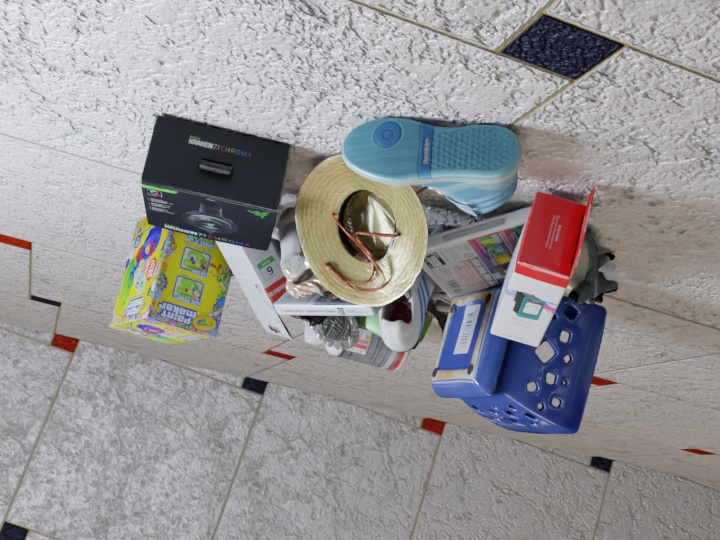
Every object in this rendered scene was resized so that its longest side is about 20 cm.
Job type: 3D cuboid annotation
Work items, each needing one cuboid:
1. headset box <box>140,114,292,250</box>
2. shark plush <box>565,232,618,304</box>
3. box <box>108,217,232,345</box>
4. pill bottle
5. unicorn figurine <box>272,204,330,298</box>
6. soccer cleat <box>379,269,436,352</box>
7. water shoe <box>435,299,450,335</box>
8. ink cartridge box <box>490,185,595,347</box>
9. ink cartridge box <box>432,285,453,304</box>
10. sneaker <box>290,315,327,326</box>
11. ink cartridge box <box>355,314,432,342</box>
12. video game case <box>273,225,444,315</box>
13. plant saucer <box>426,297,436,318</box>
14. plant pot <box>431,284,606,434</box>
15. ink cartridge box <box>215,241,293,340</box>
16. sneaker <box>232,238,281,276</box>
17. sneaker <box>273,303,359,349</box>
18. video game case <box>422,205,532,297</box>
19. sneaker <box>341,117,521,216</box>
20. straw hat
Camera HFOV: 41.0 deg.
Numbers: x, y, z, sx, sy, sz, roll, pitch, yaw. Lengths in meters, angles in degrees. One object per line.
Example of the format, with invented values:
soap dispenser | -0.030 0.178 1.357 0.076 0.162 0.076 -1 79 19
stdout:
headset box | -0.186 -0.110 1.250 0.173 0.093 0.200 13 164 -7
shark plush | 0.326 0.008 1.335 0.200 0.083 0.091 28 -165 -42
box | -0.305 0.011 1.590 0.121 0.194 0.200 20 162 -28
pill bottle | -0.003 0.123 1.922 0.199 0.117 0.116 16 164 -18
unicorn figurine | -0.083 -0.050 1.354 0.137 0.201 0.074 -22 137 24
soccer cleat | 0.068 0.018 1.369 0.069 0.201 0.087 -1 144 17
water shoe | 0.184 0.113 1.815 0.071 0.079 0.200 5 164 21
ink cartridge box | 0.221 -0.010 1.176 0.067 0.117 0.200 17 144 6
ink cartridge box | 0.207 0.048 1.633 0.199 0.041 0.199 23 161 -36
sneaker | -0.096 0.013 1.520 0.077 0.111 0.200 35 168 42
ink cartridge box | 0.051 0.083 1.679 0.103 0.060 0.200 28 -171 15
video game case | 0.000 0.000 1.368 0.181 0.200 0.023 -2 122 41
plant saucer | 0.043 0.022 1.586 0.199 0.032 0.200 28 177 2
plant pot | 0.228 0.127 1.464 0.179 0.201 0.200 21 166 -17
ink cartridge box | -0.152 0.006 1.474 0.109 0.050 0.201 8 129 62
sneaker | -0.169 -0.027 1.614 0.080 0.077 0.200 5 174 -29
sneaker | -0.083 0.057 1.647 0.200 0.078 0.099 41 180 -13
video game case | 0.179 -0.022 1.323 0.181 0.023 0.200 -16 156 16
sneaker | 0.084 -0.108 1.083 0.199 0.080 0.131 8 163 17
straw hat | 0.015 -0.062 1.242 0.200 0.202 0.085 3 -159 28
